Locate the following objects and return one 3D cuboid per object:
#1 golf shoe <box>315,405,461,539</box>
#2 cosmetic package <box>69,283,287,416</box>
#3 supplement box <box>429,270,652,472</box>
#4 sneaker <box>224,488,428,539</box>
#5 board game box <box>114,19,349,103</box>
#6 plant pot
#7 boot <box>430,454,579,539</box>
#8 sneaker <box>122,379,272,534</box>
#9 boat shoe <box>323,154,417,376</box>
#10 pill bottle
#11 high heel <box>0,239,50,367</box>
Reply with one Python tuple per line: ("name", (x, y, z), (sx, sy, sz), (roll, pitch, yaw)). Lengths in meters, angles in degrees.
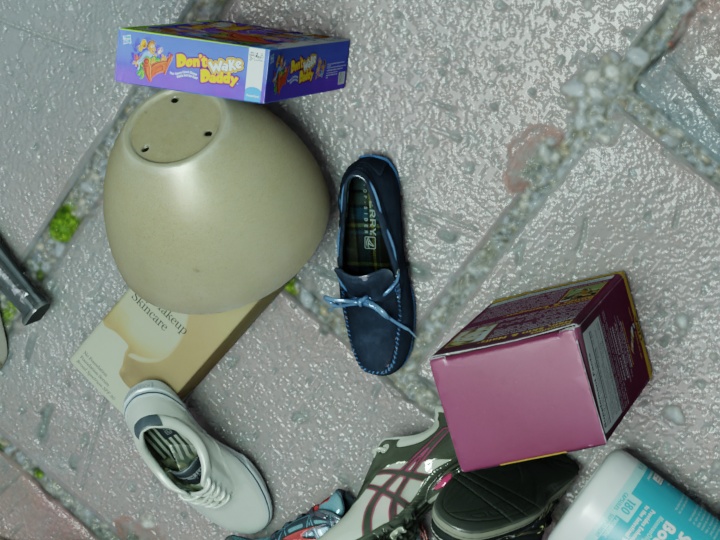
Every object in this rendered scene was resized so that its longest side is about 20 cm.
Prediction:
("golf shoe", (0.027, 0.204, 1.703), (0.200, 0.077, 0.088), (-31, 67, -12))
("cosmetic package", (-0.166, 0.043, 1.761), (0.105, 0.071, 0.200), (43, 112, 6))
("supplement box", (0.156, 0.081, 1.587), (0.131, 0.200, 0.104), (-13, 98, 22))
("sneaker", (-0.032, 0.249, 1.770), (0.199, 0.079, 0.096), (2, 94, 10))
("board game box", (-0.105, -0.180, 1.616), (0.134, 0.200, 0.045), (10, 102, 16))
("plant pot", (-0.140, -0.082, 1.632), (0.200, 0.201, 0.135), (1, 144, 19))
("boot", (0.108, 0.242, 1.646), (0.073, 0.203, 0.154), (32, 116, 23))
("sneaker", (-0.152, 0.189, 1.751), (0.073, 0.071, 0.200), (-33, 121, 16))
("boat shoe", (0.000, 0.000, 1.693), (0.084, 0.069, 0.201), (-6, 101, 21))
("pill bottle", (0.269, 0.253, 1.636), (0.200, 0.111, 0.111), (36, 111, 8))
("high heel", (-0.404, 0.042, 1.851), (0.200, 0.071, 0.143), (-45, 79, 20))
